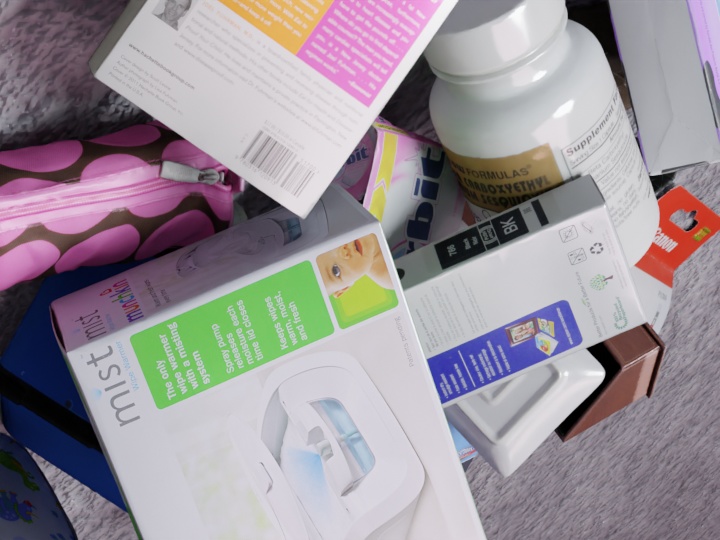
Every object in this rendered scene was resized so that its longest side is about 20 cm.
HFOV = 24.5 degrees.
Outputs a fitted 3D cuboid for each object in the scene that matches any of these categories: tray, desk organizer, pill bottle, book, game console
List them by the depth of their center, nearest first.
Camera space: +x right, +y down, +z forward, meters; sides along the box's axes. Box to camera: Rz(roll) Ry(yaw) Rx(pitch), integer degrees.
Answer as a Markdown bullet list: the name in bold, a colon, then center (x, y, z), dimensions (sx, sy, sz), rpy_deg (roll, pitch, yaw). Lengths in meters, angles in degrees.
- **book**: center (-0.023, -0.143, 0.812), dimensions (0.133, 0.048, 0.201), rpy_deg (34, 98, -23)
- **pill bottle**: center (0.105, -0.092, 1.024), dimensions (0.114, 0.114, 0.201), rpy_deg (-33, 125, -9)
- **game console**: center (-0.117, 0.088, 1.024), dimensions (0.172, 0.199, 0.118), rpy_deg (-59, 177, 6)
- **tray**: center (0.063, 0.036, 1.135), dimensions (0.107, 0.200, 0.022), rpy_deg (-47, 168, 16)
- **desk organizer**: center (0.123, 0.014, 1.173), dimensions (0.076, 0.201, 0.072), rpy_deg (-27, 151, -16)

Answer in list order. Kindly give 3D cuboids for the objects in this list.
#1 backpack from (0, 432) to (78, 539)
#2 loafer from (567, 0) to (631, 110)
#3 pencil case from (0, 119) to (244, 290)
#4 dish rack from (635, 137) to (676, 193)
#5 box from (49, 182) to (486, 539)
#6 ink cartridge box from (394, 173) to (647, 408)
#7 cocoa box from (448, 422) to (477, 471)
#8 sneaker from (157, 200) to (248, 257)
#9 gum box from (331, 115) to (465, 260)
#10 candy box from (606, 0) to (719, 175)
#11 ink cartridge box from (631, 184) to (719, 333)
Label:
- **backpack**: center (-0.256, 0.196, 0.987), dimensions (0.182, 0.201, 0.147), rpy_deg (5, 131, -52)
- **loafer**: center (0.177, -0.144, 1.144), dimensions (0.198, 0.076, 0.069), rpy_deg (-8, 142, -30)
- **pencil case**: center (-0.161, -0.033, 0.876), dimensions (0.199, 0.093, 0.092), rpy_deg (-18, 108, -37)
- **dish rack**: center (0.172, -0.006, 1.296), dimensions (0.153, 0.054, 0.202), rpy_deg (-28, 144, -58)
- **box**: center (-0.050, 0.083, 0.895), dimensions (0.175, 0.097, 0.202), rpy_deg (-22, 110, -10)
- **ink cartridge box**: center (0.067, 0.026, 1.003), dimensions (0.198, 0.039, 0.100), rpy_deg (-24, 127, 3)
- **cocoa box**: center (-0.016, 0.108, 1.214), dimensions (0.198, 0.134, 0.132), rpy_deg (-15, 145, -37)
- **sneaker**: center (-0.095, 0.015, 1.061), dimensions (0.090, 0.067, 0.201), rpy_deg (-22, 152, -36)
- **gum box**: center (0.000, 0.000, 1.059), dimensions (0.113, 0.066, 0.203), rpy_deg (9, 95, -56)
- **candy box**: center (0.259, -0.166, 1.096), dimensions (0.198, 0.170, 0.071), rpy_deg (-16, -177, -37)
- **ink cartridge box**: center (0.250, 0.023, 1.504), dimensions (0.200, 0.050, 0.162), rpy_deg (-42, 153, 14)
